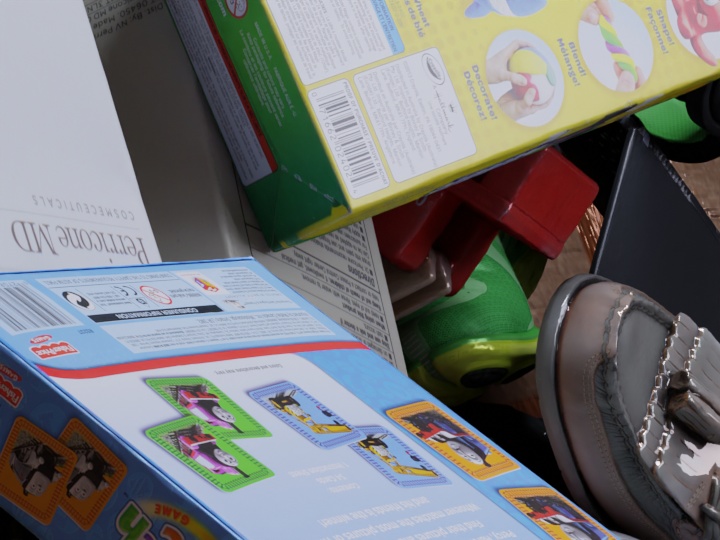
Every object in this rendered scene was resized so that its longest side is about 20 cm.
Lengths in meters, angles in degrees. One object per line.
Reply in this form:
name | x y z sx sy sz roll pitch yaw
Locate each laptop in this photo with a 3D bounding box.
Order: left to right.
laptop | 0.087 0.017 1.071 0.200 0.103 0.177 41 -6 47

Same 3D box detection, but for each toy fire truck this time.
toy fire truck | 0.000 0.000 0.942 0.200 0.141 0.049 34 0 32

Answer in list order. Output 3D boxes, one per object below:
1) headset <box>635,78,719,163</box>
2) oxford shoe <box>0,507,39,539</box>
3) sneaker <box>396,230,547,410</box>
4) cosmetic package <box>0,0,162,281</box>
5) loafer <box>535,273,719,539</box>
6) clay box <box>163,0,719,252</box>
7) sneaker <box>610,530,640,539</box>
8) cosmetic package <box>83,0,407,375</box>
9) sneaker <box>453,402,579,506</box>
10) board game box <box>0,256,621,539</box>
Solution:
headset | 0.122 -0.114 1.005 0.124 0.094 0.200 55 -23 2
oxford shoe | -0.071 0.087 0.733 0.200 0.084 0.073 24 34 -32
sneaker | 0.022 -0.002 1.045 0.084 0.074 0.200 61 12 -14
cosmetic package | -0.125 -0.076 0.759 0.102 0.074 0.201 5 63 -66
loafer | 0.118 0.069 0.946 0.200 0.063 0.072 57 47 -45
clay box | 0.036 -0.090 0.876 0.200 0.048 0.115 -21 87 -39
sneaker | 0.131 0.141 0.878 0.202 0.146 0.077 26 85 -36
cosmetic package | -0.043 0.006 0.872 0.105 0.071 0.201 30 42 -55
sneaker | 0.069 0.082 1.059 0.112 0.076 0.200 70 26 -22
board game box | 0.002 0.066 0.692 0.200 0.037 0.151 36 18 23
